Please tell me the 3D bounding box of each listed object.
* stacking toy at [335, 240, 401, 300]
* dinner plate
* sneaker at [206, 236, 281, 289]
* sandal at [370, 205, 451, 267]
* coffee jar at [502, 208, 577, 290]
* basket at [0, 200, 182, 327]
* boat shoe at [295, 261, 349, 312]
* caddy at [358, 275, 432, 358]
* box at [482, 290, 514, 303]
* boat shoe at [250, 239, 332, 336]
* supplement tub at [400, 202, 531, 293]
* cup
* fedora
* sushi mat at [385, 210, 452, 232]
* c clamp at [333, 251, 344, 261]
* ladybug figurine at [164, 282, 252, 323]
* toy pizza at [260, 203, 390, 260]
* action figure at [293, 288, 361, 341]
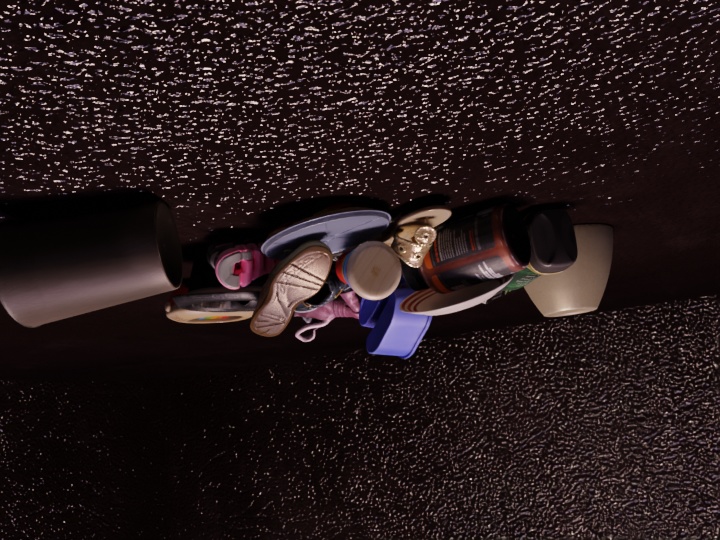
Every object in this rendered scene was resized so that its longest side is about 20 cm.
[{"bbox_3d":[0.000,0.000,1.422,0.083,0.088,0.200,-4,-179,-13],"label":"stacking toy"},{"bbox_3d":[0.158,0.038,1.470,0.196,0.025,0.200,-17,-171,3],"label":"dinner plate"},{"bbox_3d":[-0.153,-0.026,1.422,0.197,0.081,0.095,-5,-161,-36],"label":"sneaker"},{"bbox_3d":[0.078,-0.037,1.374,0.076,0.071,0.211,-1,169,-28],"label":"sandal"},{"bbox_3d":[0.282,-0.034,1.509,0.083,0.107,0.200,-6,171,-18],"label":"coffee jar"},{"bbox_3d":[-0.336,-0.014,1.149,0.195,0.139,0.180,-11,174,4],"label":"basket"},{"bbox_3d":[-0.094,0.039,1.707,0.199,0.072,0.090,-30,-179,43],"label":"boat shoe"},{"bbox_3d":[0.075,0.072,1.681,0.103,0.143,0.202,2,138,-23],"label":"caddy"},{"bbox_3d":[0.221,0.013,1.690,0.108,0.035,0.199,24,-165,22],"label":"box"},{"bbox_3d":[-0.108,0.016,1.346,0.072,0.064,0.200,24,128,-25],"label":"boat shoe"},{"bbox_3d":[0.161,-0.028,1.422,0.197,0.110,0.106,-18,166,32],"label":"supplement tub"},{"bbox_3d":[0.383,0.007,1.699,0.195,0.147,0.200,-6,170,-1],"label":"cup"},{"bbox_3d":[-0.210,0.014,1.489,0.195,0.094,0.201,-2,171,0],"label":"fedora"},{"bbox_3d":[0.061,-0.066,1.455,0.094,0.012,0.199,-1,169,-25],"label":"sushi mat"},{"bbox_3d":[-0.098,-0.016,1.582,0.168,0.028,0.199,-12,178,-34],"label":"c clamp"},{"bbox_3d":[-0.292,0.060,1.767,0.197,0.074,0.134,2,168,-43],"label":"ladybug figurine"},{"bbox_3d":[-0.052,-0.060,1.324,0.196,0.032,0.200,-14,168,-3],"label":"toy pizza"},{"bbox_3d":[-0.042,0.068,1.801,0.196,0.153,0.134,5,169,22],"label":"action figure"}]
